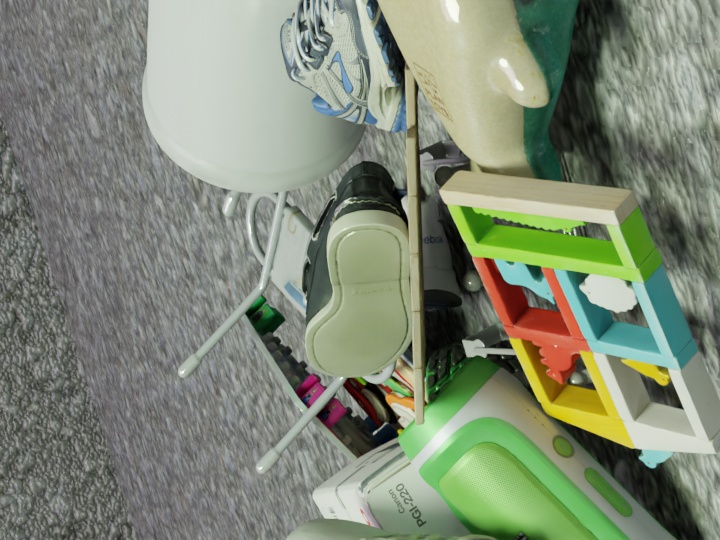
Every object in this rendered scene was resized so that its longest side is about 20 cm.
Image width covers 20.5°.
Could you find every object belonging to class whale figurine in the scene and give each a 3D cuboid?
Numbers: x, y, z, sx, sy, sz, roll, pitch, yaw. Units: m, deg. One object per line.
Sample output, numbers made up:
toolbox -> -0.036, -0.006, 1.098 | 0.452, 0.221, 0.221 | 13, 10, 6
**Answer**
whale figurine -> 0.080, -0.129, 1.096 | 0.159, 0.103, 0.201 | 41, 155, 59

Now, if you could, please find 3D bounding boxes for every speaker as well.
speaker -> 0.117, 0.147, 1.200 | 0.200, 0.088, 0.089 | 45, 159, 5

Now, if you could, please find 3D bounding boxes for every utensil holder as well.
utensil holder -> -0.066, -0.181, 1.378 | 0.171, 0.169, 0.201 | 61, 158, 28

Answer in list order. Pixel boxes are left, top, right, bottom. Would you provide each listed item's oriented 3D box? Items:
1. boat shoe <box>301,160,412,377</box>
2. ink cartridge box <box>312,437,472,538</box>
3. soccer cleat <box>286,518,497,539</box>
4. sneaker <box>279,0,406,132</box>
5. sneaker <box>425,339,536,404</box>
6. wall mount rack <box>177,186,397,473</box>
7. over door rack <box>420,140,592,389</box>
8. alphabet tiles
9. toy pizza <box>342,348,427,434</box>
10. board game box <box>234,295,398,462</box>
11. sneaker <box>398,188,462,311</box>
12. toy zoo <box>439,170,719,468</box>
boat shoe -> -0.002, 0.000, 1.299 | 0.200, 0.074, 0.067 | 88, 178, -58
ink cartridge box -> 0.049, 0.187, 1.335 | 0.146, 0.084, 0.200 | 58, 169, 1
soccer cleat -> 0.050, 0.180, 1.176 | 0.199, 0.070, 0.087 | 24, 121, 16
sneaker -> -0.012, -0.142, 1.234 | 0.200, 0.084, 0.078 | 76, -161, -65
sneaker -> 0.098, 0.141, 1.367 | 0.201, 0.077, 0.085 | 65, 163, 16
wall mount rack -> -0.060, 0.037, 1.444 | 0.200, 0.074, 0.175 | 47, 135, 38
over door rack -> 0.085, -0.004, 1.266 | 0.200, 0.066, 0.149 | -169, 62, -71
alphabet tiles -> 0.034, -0.028, 1.198 | 0.167, 0.007, 0.202 | -79, -13, -77
toy pizza -> 0.027, 0.098, 1.499 | 0.200, 0.032, 0.200 | 44, 168, 12
board game box -> -0.007, 0.120, 1.582 | 0.200, 0.026, 0.200 | 47, -178, -28
sneaker -> 0.026, -0.016, 1.466 | 0.200, 0.074, 0.088 | -179, 87, -70
toy zoo -> 0.131, 0.035, 1.110 | 0.131, 0.020, 0.201 | 11, 136, 47
